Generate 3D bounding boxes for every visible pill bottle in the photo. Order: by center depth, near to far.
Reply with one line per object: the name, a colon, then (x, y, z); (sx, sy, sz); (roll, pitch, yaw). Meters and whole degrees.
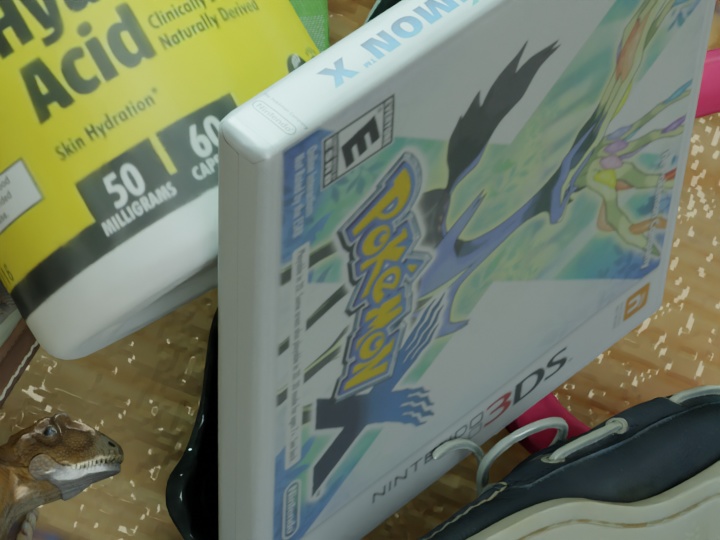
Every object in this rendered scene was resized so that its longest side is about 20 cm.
pill bottle: (-0.090, -0.086, 0.799); (0.111, 0.111, 0.201); (-30, 87, -14)

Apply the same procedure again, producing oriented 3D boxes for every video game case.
video game case: (0.032, -0.012, 0.808); (0.182, 0.022, 0.201); (-35, 148, -29)

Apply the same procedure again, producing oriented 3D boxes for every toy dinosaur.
toy dinosaur: (-0.144, 0.107, 0.799); (0.200, 0.060, 0.107); (-28, 87, -44)

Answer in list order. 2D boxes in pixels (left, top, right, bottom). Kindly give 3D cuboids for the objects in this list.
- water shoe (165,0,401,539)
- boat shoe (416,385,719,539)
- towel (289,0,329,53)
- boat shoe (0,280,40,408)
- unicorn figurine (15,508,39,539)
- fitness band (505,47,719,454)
water shoe: (0.000, 0.000, 0.873); (0.071, 0.079, 0.201); (20, 97, 19)
boat shoe: (0.068, 0.080, 0.864); (0.199, 0.062, 0.075); (-24, 124, -34)
towel: (-0.106, -0.115, 0.880); (0.199, 0.031, 0.150); (-3, 97, -21)
boat shoe: (-0.165, 0.075, 0.854); (0.200, 0.076, 0.072); (-48, 138, -19)
unicorn figurine: (-0.149, 0.185, 0.858); (0.199, 0.074, 0.138); (-27, 106, -18)
fitness band: (0.125, -0.002, 0.960); (0.199, 0.037, 0.145); (-15, 96, -18)
